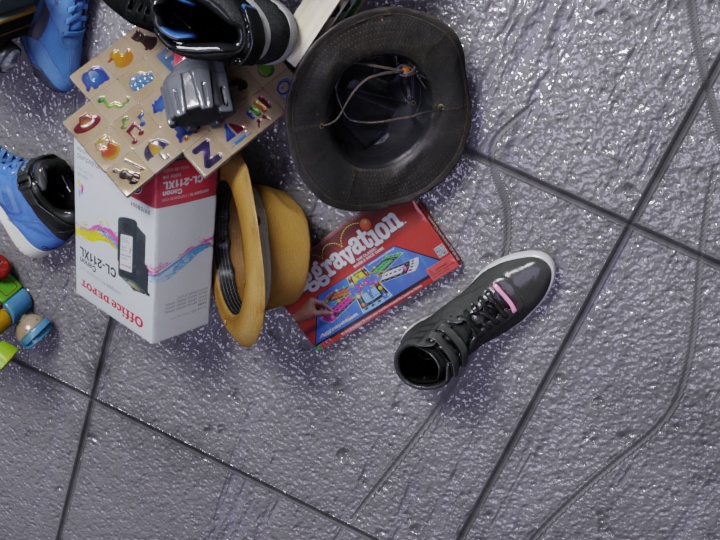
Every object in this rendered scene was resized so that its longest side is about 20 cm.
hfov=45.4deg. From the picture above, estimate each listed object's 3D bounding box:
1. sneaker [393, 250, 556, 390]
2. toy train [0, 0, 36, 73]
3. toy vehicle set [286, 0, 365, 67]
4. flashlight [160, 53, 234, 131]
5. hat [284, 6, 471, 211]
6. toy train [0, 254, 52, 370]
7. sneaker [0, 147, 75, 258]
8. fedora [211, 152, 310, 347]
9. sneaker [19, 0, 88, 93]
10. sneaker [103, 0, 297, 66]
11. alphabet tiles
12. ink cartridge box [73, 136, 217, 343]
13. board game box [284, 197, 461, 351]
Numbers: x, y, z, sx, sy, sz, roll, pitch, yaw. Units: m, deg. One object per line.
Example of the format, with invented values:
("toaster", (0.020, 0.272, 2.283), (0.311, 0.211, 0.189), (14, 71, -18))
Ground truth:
("sneaker", (0.114, 0.058, 0.874), (0.199, 0.099, 0.071), (-36, 98, 25))
("toy train", (-0.399, -0.282, 0.820), (0.199, 0.085, 0.114), (40, 124, -1))
("toy vehicle set", (0.005, -0.275, 0.751), (0.026, 0.124, 0.201), (38, 118, -3))
("flashlight", (-0.175, -0.231, 0.806), (0.067, 0.067, 0.203), (-25, 72, 46))
("hat", (0.009, -0.159, 0.813), (0.198, 0.081, 0.203), (-11, 126, -16))
("toy train", (-0.447, 0.075, 0.991), (0.084, 0.201, 0.116), (-38, 103, 26))
("sneaker", (-0.386, -0.116, 0.956), (0.110, 0.077, 0.201), (-26, 107, 30))
("fedora", (-0.102, -0.024, 0.889), (0.081, 0.201, 0.203), (-4, 118, -24))
("sneaker", (-0.303, -0.281, 0.872), (0.077, 0.066, 0.203), (3, 113, 11))
("sneaker", (-0.158, -0.223, 0.705), (0.198, 0.112, 0.074), (22, 110, 16))
("alphabet tiles", (-0.175, -0.167, 0.821), (0.200, 0.008, 0.167), (-41, 79, -12))
("ink cartridge box", (-0.229, -0.046, 0.911), (0.145, 0.082, 0.203), (25, 120, 33))
("board game box", (0.000, 0.000, 0.928), (0.199, 0.019, 0.103), (-33, 99, 26))
